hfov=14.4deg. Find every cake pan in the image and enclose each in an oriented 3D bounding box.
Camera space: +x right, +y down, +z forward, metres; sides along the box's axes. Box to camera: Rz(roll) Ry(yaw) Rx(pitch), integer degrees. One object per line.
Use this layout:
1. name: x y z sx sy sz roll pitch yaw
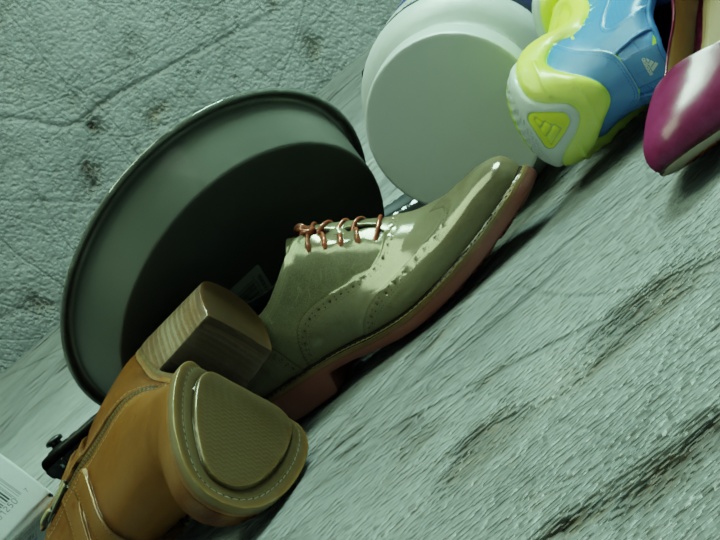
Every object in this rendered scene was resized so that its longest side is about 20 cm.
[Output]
1. cake pan: -0.065 0.001 1.482 0.200 0.037 0.201 -27 -43 -28

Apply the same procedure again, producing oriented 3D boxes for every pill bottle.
1. pill bottle: 0.062 -0.103 1.550 0.116 0.116 0.200 -40 7 17

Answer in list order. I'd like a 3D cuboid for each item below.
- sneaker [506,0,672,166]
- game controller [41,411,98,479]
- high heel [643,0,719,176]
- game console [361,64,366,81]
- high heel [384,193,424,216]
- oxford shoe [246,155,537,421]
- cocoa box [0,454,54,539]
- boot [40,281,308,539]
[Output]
1. sneaker: 0.141 -0.118 1.440 0.105 0.076 0.200 -26 20 24
2. game controller: -0.127 0.068 1.881 0.200 0.042 0.104 -40 7 16
3. high heel: 0.141 -0.114 1.229 0.067 0.096 0.200 -38 8 33
4. game console: 0.070 -0.189 1.751 0.176 0.117 0.200 -42 -20 12
5. high heel: -0.042 -0.005 1.670 0.142 0.072 0.200 -34 12 -17
6. oxford shoe: 0.000 0.000 1.413 0.200 0.075 0.070 -40 7 18
7. cocoa box: -0.272 0.176 1.464 0.200 0.133 0.131 -46 -18 -34
8. boot: -0.098 0.109 1.357 0.155 0.074 0.200 -53 15 17
